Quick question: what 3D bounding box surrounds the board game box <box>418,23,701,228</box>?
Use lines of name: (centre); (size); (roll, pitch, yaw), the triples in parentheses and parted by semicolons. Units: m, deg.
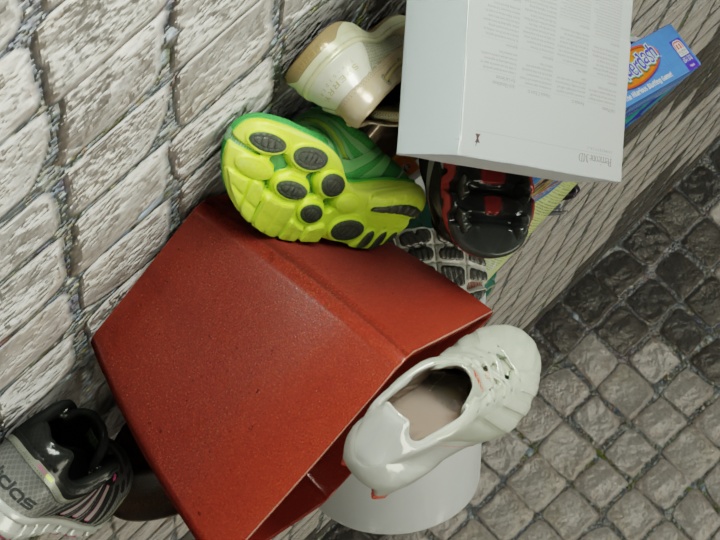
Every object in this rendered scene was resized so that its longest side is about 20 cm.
board game box: (0.153, -0.101, 1.476); (0.152, 0.045, 0.200); (-30, 171, -46)

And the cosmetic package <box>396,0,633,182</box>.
cosmetic package: (0.101, -0.137, 1.181); (0.200, 0.052, 0.151); (5, 87, -54)

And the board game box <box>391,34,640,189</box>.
board game box: (0.112, -0.122, 1.428); (0.200, 0.026, 0.200); (-37, 174, 17)

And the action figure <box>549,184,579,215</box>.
action figure: (0.175, -0.120, 1.773); (0.069, 0.130, 0.200); (-2, 146, -21)

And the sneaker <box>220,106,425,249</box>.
sneaker: (-0.035, -0.065, 1.233); (0.074, 0.084, 0.200); (-46, 152, 14)

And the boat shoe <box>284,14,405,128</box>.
boat shoe: (0.016, -0.121, 1.235); (0.072, 0.065, 0.200); (-49, 170, 16)

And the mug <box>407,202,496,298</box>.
mug: (0.066, -0.004, 1.752); (0.185, 0.114, 0.152); (-43, 169, -15)

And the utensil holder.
utensil holder: (0.024, 0.101, 1.622); (0.170, 0.170, 0.200); (-38, 137, -40)

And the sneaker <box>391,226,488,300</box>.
sneaker: (0.000, 0.000, 1.459); (0.199, 0.077, 0.085); (-3, -168, -19)

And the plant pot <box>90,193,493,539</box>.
plant pot: (-0.060, 0.053, 1.286); (0.200, 0.176, 0.200); (-50, 170, 18)

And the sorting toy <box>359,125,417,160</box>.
sorting toy: (0.030, -0.113, 1.434); (0.200, 0.036, 0.185); (-54, 169, 14)

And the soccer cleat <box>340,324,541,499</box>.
soccer cleat: (0.065, 0.079, 1.216); (0.200, 0.069, 0.078); (-32, 159, -46)

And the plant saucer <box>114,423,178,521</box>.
plant saucer: (-0.120, 0.118, 1.471); (0.200, 0.032, 0.200); (-24, -158, 11)

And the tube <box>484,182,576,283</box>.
tube: (0.143, -0.066, 1.632); (0.200, 0.058, 0.052); (-50, -175, 23)

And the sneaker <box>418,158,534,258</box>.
sneaker: (0.082, -0.106, 1.290); (0.098, 0.071, 0.201); (170, -73, -72)

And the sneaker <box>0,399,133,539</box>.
sneaker: (-0.199, 0.135, 1.328); (0.087, 0.074, 0.200); (-42, 166, 13)
